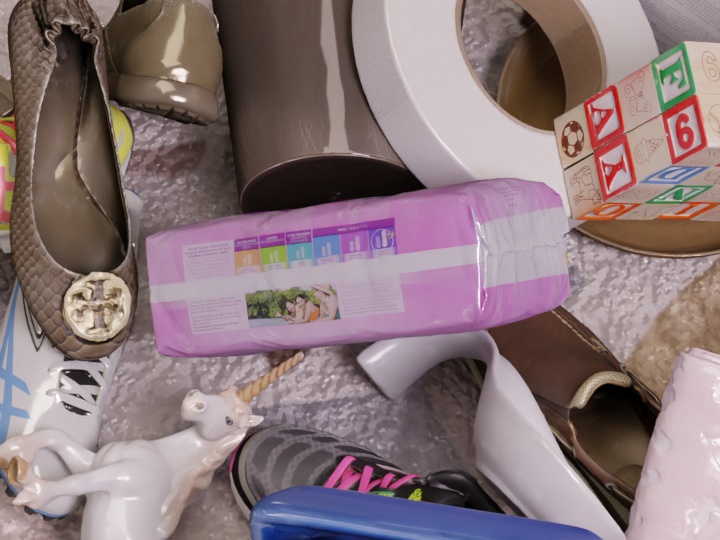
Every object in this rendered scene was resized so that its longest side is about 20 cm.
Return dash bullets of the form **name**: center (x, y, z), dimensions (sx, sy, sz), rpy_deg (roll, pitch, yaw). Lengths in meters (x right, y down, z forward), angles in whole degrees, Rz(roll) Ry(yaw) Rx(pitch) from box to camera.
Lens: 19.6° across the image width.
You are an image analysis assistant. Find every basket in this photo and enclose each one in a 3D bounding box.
- **basket**: center (-0.014, -0.127, 1.207), dimensions (0.179, 0.136, 0.201), rpy_deg (14, 60, -25)

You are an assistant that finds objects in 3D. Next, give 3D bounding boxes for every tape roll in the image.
- **tape roll**: center (0.086, -0.120, 1.172), dimensions (0.202, 0.037, 0.204), rpy_deg (14, 65, -31)

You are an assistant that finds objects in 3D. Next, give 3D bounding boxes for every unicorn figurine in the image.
- **unicorn figurine**: center (-0.122, 0.127, 1.064), dimensions (0.137, 0.074, 0.202), rpy_deg (9, 92, -35)

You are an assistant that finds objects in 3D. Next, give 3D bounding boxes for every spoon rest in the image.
- **spoon rest**: center (0.073, 0.077, 1.076), dimensions (0.061, 0.099, 0.200), rpy_deg (-45, 39, -6)

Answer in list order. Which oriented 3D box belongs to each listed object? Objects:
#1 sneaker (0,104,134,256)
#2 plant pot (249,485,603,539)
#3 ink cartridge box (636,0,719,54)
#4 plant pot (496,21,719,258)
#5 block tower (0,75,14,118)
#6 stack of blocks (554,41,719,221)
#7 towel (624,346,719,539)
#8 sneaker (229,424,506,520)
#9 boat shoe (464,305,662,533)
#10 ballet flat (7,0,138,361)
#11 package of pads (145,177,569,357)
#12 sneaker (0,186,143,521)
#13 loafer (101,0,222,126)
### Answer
- **sneaker**: center (-0.212, -0.056, 1.114), dimensions (0.199, 0.091, 0.078), rpy_deg (-24, 40, -23)
- **plant pot**: center (0.023, 0.218, 0.956), dimensions (0.199, 0.201, 0.181), rpy_deg (7, 51, 11)
- **ink cartridge box**: center (0.187, -0.197, 1.185), dimensions (0.161, 0.200, 0.050), rpy_deg (38, 64, 19)
- **plant pot**: center (0.179, -0.087, 1.251), dimensions (0.198, 0.028, 0.201), rpy_deg (1, 59, -2)
- **block tower**: center (-0.268, -0.043, 1.192), dimensions (0.058, 0.054, 0.200), rpy_deg (36, 64, 18)
- **stack of blocks**: center (0.221, -0.073, 1.147), dimensions (0.199, 0.115, 0.059), rpy_deg (-1, 72, -33)
- **towel**: center (0.221, 0.160, 1.034), dimensions (0.190, 0.032, 0.201), rpy_deg (17, 96, 9)
- **sneaker**: center (0.020, 0.129, 1.076), dimensions (0.199, 0.088, 0.074), rpy_deg (30, 62, 17)
- **boat shoe**: center (0.127, 0.071, 1.123), dimensions (0.074, 0.075, 0.202), rpy_deg (-32, 65, -20)
- **ballet flat**: center (-0.149, -0.054, 1.092), dimensions (0.067, 0.046, 0.202), rpy_deg (-3, 85, -32)
- **package of pads**: center (0.000, 0.000, 1.089), dimensions (0.199, 0.120, 0.076), rpy_deg (-8, 88, 29)
- **sneaker**: center (-0.157, 0.037, 1.129), dimensions (0.072, 0.072, 0.201), rpy_deg (25, 51, -30)
- **loafer**: center (-0.113, -0.122, 1.177), dimensions (0.076, 0.200, 0.068), rpy_deg (16, 93, -22)
